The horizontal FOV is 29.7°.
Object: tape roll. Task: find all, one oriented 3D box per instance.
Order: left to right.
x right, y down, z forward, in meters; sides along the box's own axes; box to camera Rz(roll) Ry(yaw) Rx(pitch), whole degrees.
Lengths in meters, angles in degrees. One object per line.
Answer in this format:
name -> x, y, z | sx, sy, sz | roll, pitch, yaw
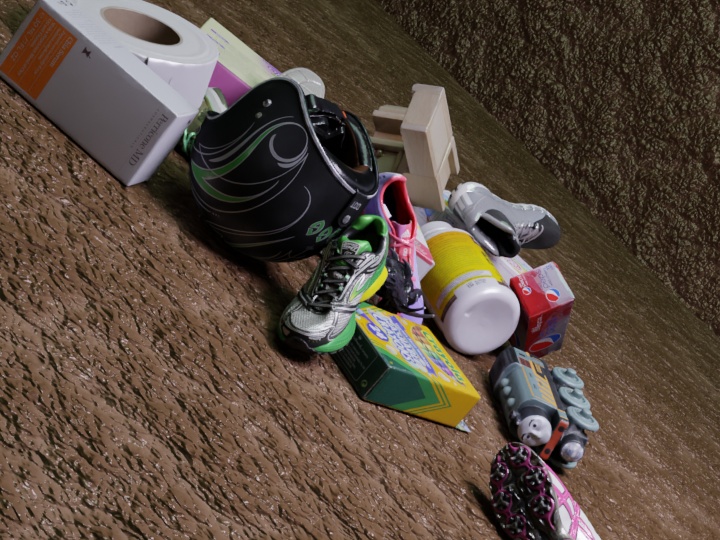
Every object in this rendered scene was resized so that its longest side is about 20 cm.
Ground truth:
tape roll -> -0.276, -0.267, 1.650 | 0.201, 0.071, 0.203 | 21, 24, -10

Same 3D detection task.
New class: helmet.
helmet -> -0.095, -0.107, 1.511 | 0.200, 0.190, 0.201 | 46, 28, -33

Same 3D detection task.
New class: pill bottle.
pill bottle -> 0.132, 0.017, 1.843 | 0.109, 0.109, 0.200 | 29, 19, -35

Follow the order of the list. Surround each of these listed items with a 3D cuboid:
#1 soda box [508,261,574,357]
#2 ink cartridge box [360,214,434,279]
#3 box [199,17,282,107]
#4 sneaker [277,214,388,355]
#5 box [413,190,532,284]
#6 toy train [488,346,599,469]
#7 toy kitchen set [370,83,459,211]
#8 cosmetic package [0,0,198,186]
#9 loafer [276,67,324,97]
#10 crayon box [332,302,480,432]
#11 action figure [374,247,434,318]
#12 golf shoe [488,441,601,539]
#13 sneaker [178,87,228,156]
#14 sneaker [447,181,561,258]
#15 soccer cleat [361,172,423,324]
soda box -> 0.243, 0.062, 1.870 | 0.200, 0.070, 0.064 | 83, -16, -67
ink cartridge box -> 0.006, -0.059, 1.809 | 0.145, 0.084, 0.200 | 35, 16, -20
box -> -0.178, -0.244, 1.871 | 0.176, 0.097, 0.200 | 37, 16, -10
sneaker -> -0.029, 0.011, 1.425 | 0.078, 0.086, 0.200 | 18, 43, 13
box -> 0.151, -0.019, 2.003 | 0.200, 0.102, 0.112 | 44, 16, 15
toy train -> 0.225, 0.171, 1.703 | 0.113, 0.086, 0.200 | 24, 20, -11
toy kitchen set -> 0.037, -0.213, 1.909 | 0.199, 0.164, 0.181 | 11, -31, 19
cosmetic package -> -0.287, -0.195, 1.469 | 0.200, 0.102, 0.071 | 40, 16, 3
loafer -> -0.106, -0.187, 1.731 | 0.072, 0.063, 0.200 | 33, 42, -7
crayon box -> 0.050, 0.104, 1.515 | 0.199, 0.052, 0.126 | 24, 22, -47
action figure -> 0.000, 0.000, 1.603 | 0.200, 0.102, 0.119 | 53, 14, 26
golf shoe -> 0.197, 0.267, 1.380 | 0.092, 0.072, 0.201 | 29, 27, -53
sneaker -> -0.198, -0.156, 1.679 | 0.088, 0.077, 0.200 | -4, 38, -23
sneaker -> 0.218, -0.048, 1.937 | 0.199, 0.075, 0.116 | 18, 29, -29
soccer cleat -> 0.044, -0.021, 1.664 | 0.066, 0.202, 0.076 | -10, -2, -27
